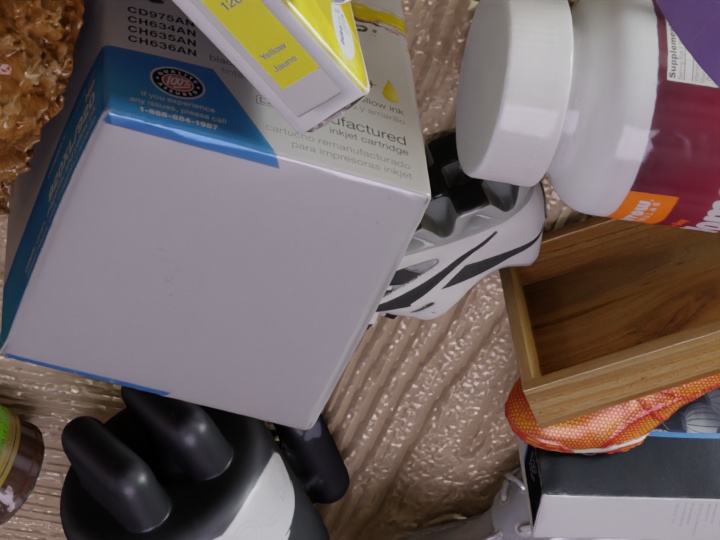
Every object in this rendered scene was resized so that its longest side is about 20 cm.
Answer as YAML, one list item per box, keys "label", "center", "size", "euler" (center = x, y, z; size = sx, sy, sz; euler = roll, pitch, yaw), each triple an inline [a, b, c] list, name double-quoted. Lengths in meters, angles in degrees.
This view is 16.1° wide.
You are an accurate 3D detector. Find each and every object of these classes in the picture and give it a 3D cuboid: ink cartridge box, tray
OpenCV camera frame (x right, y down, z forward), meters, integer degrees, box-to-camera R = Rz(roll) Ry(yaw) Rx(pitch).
- label: "ink cartridge box"
  center: [0.185, 0.099, 1.366]
  size: [0.199, 0.100, 0.039]
  euler: [2, 132, -8]
- label: "tray"
  center: [0.173, 0.005, 1.273]
  size: [0.199, 0.099, 0.037]
  euler: [-18, 136, 10]
- label: "ink cartridge box"
  center: [-0.068, -0.062, 1.123]
  size: [0.146, 0.201, 0.145]
  euler: [14, 128, -17]
- label: "ink cartridge box"
  center: [-0.077, -0.182, 1.011]
  size: [0.047, 0.198, 0.200]
  euler: [-28, 130, 16]

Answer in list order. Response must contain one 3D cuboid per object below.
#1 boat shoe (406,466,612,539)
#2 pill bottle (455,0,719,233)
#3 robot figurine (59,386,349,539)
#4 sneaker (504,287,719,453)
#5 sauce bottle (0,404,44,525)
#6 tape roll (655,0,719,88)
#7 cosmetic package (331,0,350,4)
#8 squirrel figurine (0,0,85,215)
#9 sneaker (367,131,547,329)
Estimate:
- label: "boat shoe"
  center: [0.111, 0.139, 1.424]
  size: [0.199, 0.072, 0.069]
  euler: [-8, 106, 18]
- label: "pill bottle"
  center: [0.151, -0.075, 1.193]
  size: [0.199, 0.110, 0.110]
  euler: [7, 132, -12]
- label: "robot figurine"
  center: [-0.086, 0.143, 1.368]
  size: [0.149, 0.125, 0.200]
  euler: [-14, 133, 15]
- label: "sneaker"
  center: [0.167, 0.036, 1.323]
  size: [0.199, 0.073, 0.077]
  euler: [-22, 146, 0]
- label: "sauce bottle"
  center: [-0.258, 0.068, 1.319]
  size: [0.200, 0.065, 0.065]
  euler: [31, 124, -31]
- label: "tape roll"
  center: [0.222, -0.124, 1.091]
  size: [0.199, 0.201, 0.085]
  euler: [22, 128, -24]
- label: "cosmetic package"
  center: [-0.004, -0.212, 0.987]
  size: [0.087, 0.201, 0.103]
  euler: [-24, 130, 15]
- label: "squirrel figurine"
  center: [-0.174, -0.128, 1.066]
  size: [0.187, 0.200, 0.141]
  euler: [-47, 157, 15]
- label: "sneaker"
  center: [0.000, 0.000, 1.272]
  size: [0.199, 0.074, 0.089]
  euler: [-15, 137, 3]
